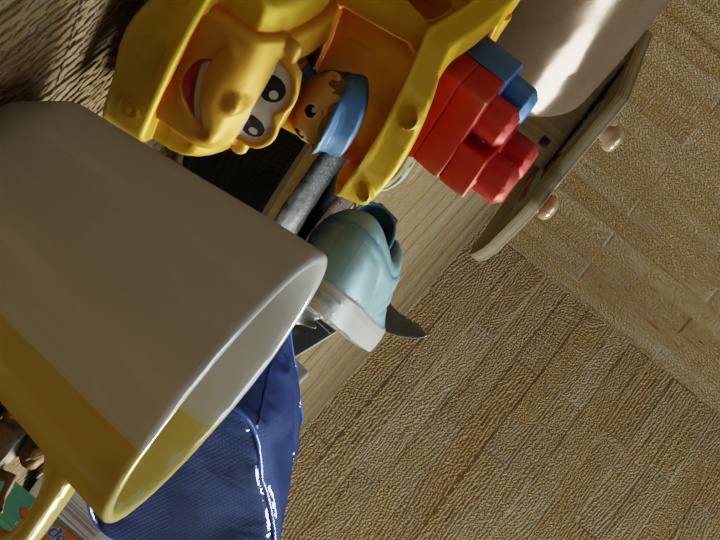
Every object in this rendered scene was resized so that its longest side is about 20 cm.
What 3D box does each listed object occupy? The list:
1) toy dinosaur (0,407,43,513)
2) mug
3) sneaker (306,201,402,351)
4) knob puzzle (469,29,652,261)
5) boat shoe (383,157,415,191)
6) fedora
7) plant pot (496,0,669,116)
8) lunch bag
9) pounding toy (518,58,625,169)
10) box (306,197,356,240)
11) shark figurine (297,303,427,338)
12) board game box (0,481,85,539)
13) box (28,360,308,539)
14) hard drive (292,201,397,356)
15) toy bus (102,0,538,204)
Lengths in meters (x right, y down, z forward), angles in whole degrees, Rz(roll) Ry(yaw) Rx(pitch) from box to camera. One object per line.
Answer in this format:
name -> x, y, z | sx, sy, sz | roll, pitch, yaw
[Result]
toy dinosaur -> -0.217, 0.097, 1.132 | 0.200, 0.061, 0.106 | -44, -163, -24
mug -> -0.129, 0.017, 0.747 | 0.187, 0.153, 0.150 | -48, 174, -24
sneaker -> 0.000, 0.000, 1.100 | 0.082, 0.074, 0.200 | -54, 179, -1
knob puzzle -> 0.151, -0.076, 1.279 | 0.220, 0.030, 0.220 | -53, -177, 4
boat shoe -> 0.036, -0.151, 1.160 | 0.063, 0.073, 0.202 | -153, -97, -79
fedora -> -0.048, -0.083, 1.046 | 0.201, 0.091, 0.201 | -57, 179, -2
plant pot -> 0.113, -0.191, 0.994 | 0.200, 0.200, 0.175 | -44, 161, -50
lunch bag -> -0.109, 0.092, 1.135 | 0.201, 0.135, 0.133 | 87, 12, -48
pounding toy -> 0.078, -0.156, 1.280 | 0.142, 0.184, 0.200 | -52, -177, 5
box -> -0.059, -0.038, 1.363 | 0.100, 0.075, 0.200 | -50, 176, -8
shark figurine -> -0.066, 0.025, 1.217 | 0.128, 0.214, 0.090 | -41, -136, 26
board game box -> -0.262, 0.267, 1.253 | 0.200, 0.152, 0.045 | -53, 174, 25
box -> -0.160, 0.138, 1.393 | 0.200, 0.106, 0.152 | -47, 180, -33
hard drive -> -0.059, 0.030, 1.516 | 0.200, 0.038, 0.140 | -34, -159, 40
toy bus -> -0.001, -0.100, 0.849 | 0.200, 0.192, 0.136 | -42, 171, -50
